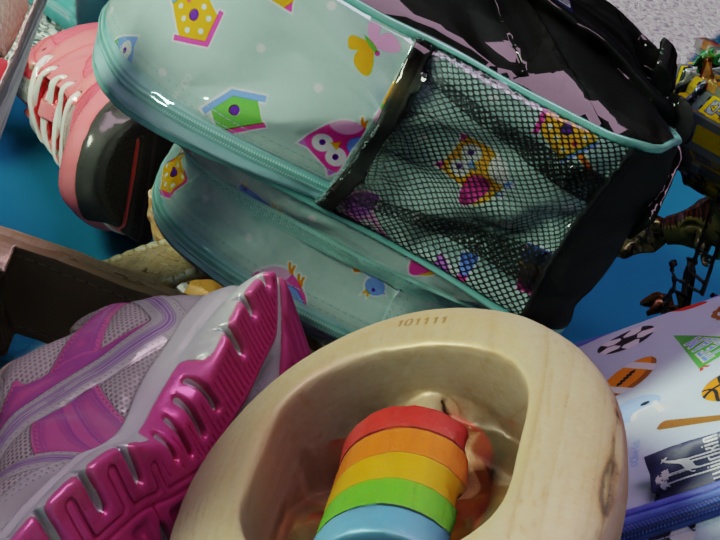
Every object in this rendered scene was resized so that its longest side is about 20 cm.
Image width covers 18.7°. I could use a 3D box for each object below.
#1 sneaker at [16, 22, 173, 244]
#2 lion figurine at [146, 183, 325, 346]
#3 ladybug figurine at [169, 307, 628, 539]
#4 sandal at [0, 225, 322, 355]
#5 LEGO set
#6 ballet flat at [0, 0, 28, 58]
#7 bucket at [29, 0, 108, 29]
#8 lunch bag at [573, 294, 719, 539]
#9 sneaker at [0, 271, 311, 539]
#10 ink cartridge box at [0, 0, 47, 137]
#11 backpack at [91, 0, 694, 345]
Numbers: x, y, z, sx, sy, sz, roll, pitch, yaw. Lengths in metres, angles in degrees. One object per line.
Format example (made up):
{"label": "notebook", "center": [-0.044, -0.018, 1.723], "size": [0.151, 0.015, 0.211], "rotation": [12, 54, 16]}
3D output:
{"label": "sneaker", "center": [-0.120, -0.067, 0.976], "size": [0.086, 0.074, 0.200], "rotation": [14, 17, 1]}
{"label": "lion figurine", "center": [0.000, 0.000, 0.950], "size": [0.122, 0.073, 0.200], "rotation": [29, 9, 29]}
{"label": "ladybug figurine", "center": [0.014, 0.085, 0.648], "size": [0.135, 0.072, 0.200], "rotation": [-4, 30, 19]}
{"label": "sandal", "center": [-0.075, 0.008, 0.814], "size": [0.211, 0.078, 0.070], "rotation": [19, 50, -1]}
{"label": "LEGO set", "center": [0.141, -0.017, 0.958], "size": [0.153, 0.201, 0.116], "rotation": [-16, 36, -37]}
{"label": "ballet flat", "center": [-0.204, -0.077, 0.929], "size": [0.200, 0.067, 0.062], "rotation": [-23, 79, -54]}
{"label": "bucket", "center": [-0.122, -0.217, 1.111], "size": [0.135, 0.207, 0.207], "rotation": [43, 28, 17]}
{"label": "lunch bag", "center": [0.099, 0.077, 0.782], "size": [0.200, 0.160, 0.076], "rotation": [-57, 127, -68]}
{"label": "sneaker", "center": [-0.089, 0.074, 0.695], "size": [0.088, 0.082, 0.200], "rotation": [-4, 26, 28]}
{"label": "ink cartridge box", "center": [-0.164, -0.005, 0.653], "size": [0.084, 0.176, 0.200], "rotation": [20, 23, -9]}
{"label": "backpack", "center": [0.000, -0.065, 0.796], "size": [0.200, 0.153, 0.176], "rotation": [34, 20, -9]}
